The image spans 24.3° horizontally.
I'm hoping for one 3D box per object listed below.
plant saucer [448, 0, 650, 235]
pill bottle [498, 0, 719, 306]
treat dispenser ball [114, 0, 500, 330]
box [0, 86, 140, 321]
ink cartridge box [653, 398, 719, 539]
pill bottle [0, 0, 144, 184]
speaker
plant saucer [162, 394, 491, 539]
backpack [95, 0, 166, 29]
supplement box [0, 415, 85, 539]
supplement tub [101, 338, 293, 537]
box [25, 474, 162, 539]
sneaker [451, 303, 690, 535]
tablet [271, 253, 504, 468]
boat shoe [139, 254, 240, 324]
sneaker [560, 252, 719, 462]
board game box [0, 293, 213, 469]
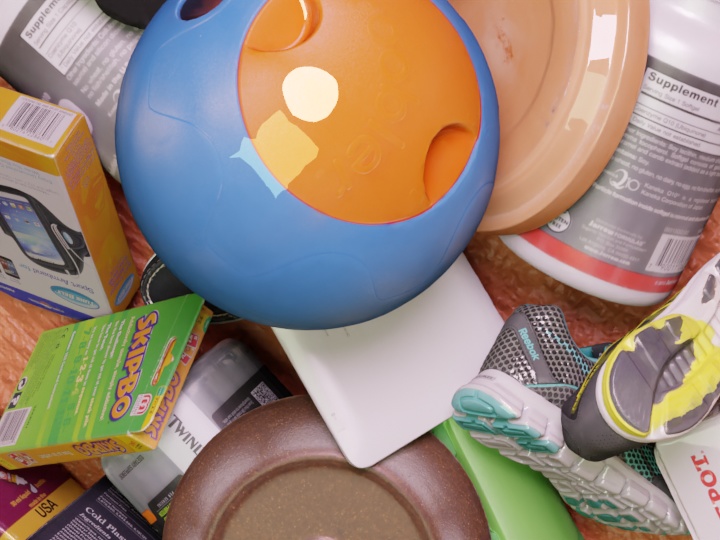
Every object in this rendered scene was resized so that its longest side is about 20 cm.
[{"bbox_3d":[0.079,-0.121,0.931,0.200,0.032,0.202,-16,70,52],"label":"plant saucer"},{"bbox_3d":[0.161,-0.092,0.937,0.115,0.116,0.201,26,109,9],"label":"pill bottle"},{"bbox_3d":[-0.027,-0.070,0.869,0.200,0.201,0.202,4,105,15],"label":"treat dispenser ball"},{"bbox_3d":[-0.210,-0.039,1.049,0.118,0.042,0.200,19,151,17],"label":"box"},{"bbox_3d":[0.291,0.116,0.968,0.199,0.084,0.145,-24,96,20],"label":"ink cartridge box"},{"bbox_3d":[-0.156,-0.137,1.019,0.200,0.114,0.114,41,111,3],"label":"pill bottle"},{"bbox_3d":[0.074,0.127,1.035,0.088,0.088,0.201,-24,96,20],"label":"speaker"},{"bbox_3d":[-0.021,0.175,0.980,0.199,0.037,0.202,0,95,3],"label":"plant saucer"},{"bbox_3d":[-0.122,-0.256,0.938,0.126,0.201,0.167,-1,147,13],"label":"backpack"},{"bbox_3d":[-0.311,0.149,1.145,0.200,0.103,0.131,39,112,4],"label":"supplement box"},{"bbox_3d":[-0.058,0.152,1.060,0.200,0.123,0.123,47,111,1],"label":"supplement tub"},{"bbox_3d":[-0.196,0.244,1.093,0.104,0.182,0.200,40,112,3],"label":"box"},{"bbox_3d":[0.143,0.089,0.989,0.077,0.092,0.200,1,149,48],"label":"sneaker"},{"bbox_3d":[0.000,0.000,0.977,0.130,0.014,0.201,-29,87,-23],"label":"tablet"},{"bbox_3d":[-0.058,-0.007,1.052,0.199,0.060,0.076,-19,98,20],"label":"boat shoe"},{"bbox_3d":[0.182,0.044,0.940,0.085,0.199,0.075,-37,80,50],"label":"sneaker"},{"bbox_3d":[-0.162,0.071,1.042,0.030,0.096,0.200,35,151,-26],"label":"board game box"}]
